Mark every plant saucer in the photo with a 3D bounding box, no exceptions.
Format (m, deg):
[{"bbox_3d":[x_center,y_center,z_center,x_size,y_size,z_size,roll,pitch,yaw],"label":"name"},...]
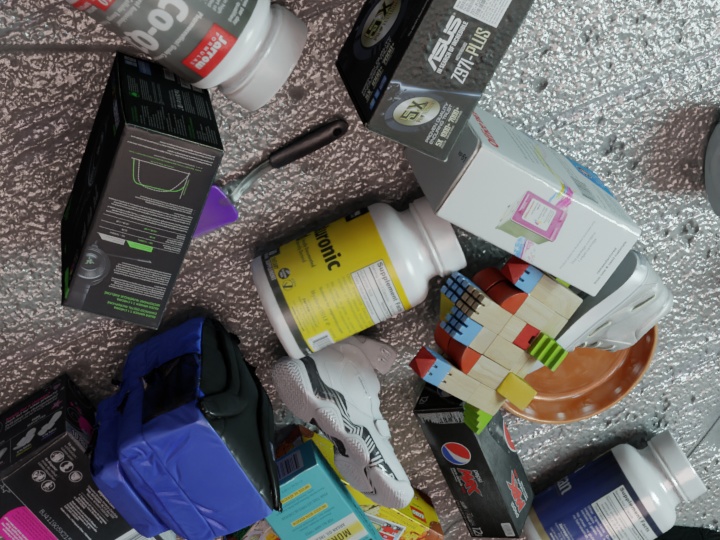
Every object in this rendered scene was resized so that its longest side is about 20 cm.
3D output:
[{"bbox_3d":[0.225,0.077,1.548,0.199,0.032,0.201,-5,118,-9],"label":"plant saucer"}]

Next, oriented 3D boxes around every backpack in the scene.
[{"bbox_3d":[-0.178,0.148,1.407,0.167,0.200,0.163,-18,123,10],"label":"backpack"}]

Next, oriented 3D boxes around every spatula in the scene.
[{"bbox_3d":[-0.099,-0.094,1.390,0.199,0.021,0.057,-32,132,4],"label":"spatula"}]

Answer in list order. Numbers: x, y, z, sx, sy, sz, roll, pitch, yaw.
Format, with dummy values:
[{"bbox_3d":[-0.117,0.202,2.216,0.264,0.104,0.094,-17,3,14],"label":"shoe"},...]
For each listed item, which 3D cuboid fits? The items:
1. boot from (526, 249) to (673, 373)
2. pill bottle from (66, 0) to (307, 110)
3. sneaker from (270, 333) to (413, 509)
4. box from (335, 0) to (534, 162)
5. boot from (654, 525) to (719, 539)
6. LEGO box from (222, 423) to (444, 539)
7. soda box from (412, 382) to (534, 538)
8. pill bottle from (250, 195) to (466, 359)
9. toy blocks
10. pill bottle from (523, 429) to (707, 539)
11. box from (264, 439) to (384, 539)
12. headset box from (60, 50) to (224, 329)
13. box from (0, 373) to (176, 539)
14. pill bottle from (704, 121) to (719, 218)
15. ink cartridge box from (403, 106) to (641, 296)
[{"bbox_3d":[0.235,0.067,1.486,0.200,0.074,0.096,-36,128,17],"label":"boot"},{"bbox_3d":[-0.152,-0.233,1.250,0.200,0.114,0.114,32,108,-25],"label":"pill bottle"},{"bbox_3d":[0.007,0.144,1.471,0.200,0.075,0.115,49,59,-1],"label":"sneaker"},{"bbox_3d":[0.069,-0.227,1.272,0.086,0.164,0.201,20,113,-21],"label":"box"},{"bbox_3d":[0.380,0.395,1.730,0.197,0.073,0.163,12,113,-10],"label":"boot"},{"bbox_3d":[-0.032,0.285,1.580,0.200,0.077,0.149,31,107,-25],"label":"LEGO box"},{"bbox_3d":[0.128,0.203,1.563,0.063,0.071,0.201,-4,126,30],"label":"soda box"},{"bbox_3d":[0.000,0.000,1.412,0.199,0.111,0.112,-24,120,1],"label":"pill bottle"},{"bbox_3d":[0.127,0.053,1.412,0.137,0.100,0.200,30,100,-44],"label":"toy blocks"},{"bbox_3d":[0.289,0.268,1.620,0.199,0.111,0.111,-33,120,6],"label":"pill bottle"},{"bbox_3d":[-0.034,0.278,1.502,0.082,0.049,0.200,-31,118,5],"label":"box"},{"bbox_3d":[-0.206,-0.069,1.294,0.092,0.174,0.201,15,116,-20],"label":"headset box"},{"bbox_3d":[-0.298,0.232,1.474,0.132,0.115,0.200,-32,121,5],"label":"box"},{"bbox_3d":[0.466,-0.103,1.454,0.199,0.111,0.112,1,118,-12],"label":"pill bottle"},{"bbox_3d":[0.153,-0.078,1.381,0.199,0.145,0.085,27,110,-24],"label":"ink cartridge box"}]
